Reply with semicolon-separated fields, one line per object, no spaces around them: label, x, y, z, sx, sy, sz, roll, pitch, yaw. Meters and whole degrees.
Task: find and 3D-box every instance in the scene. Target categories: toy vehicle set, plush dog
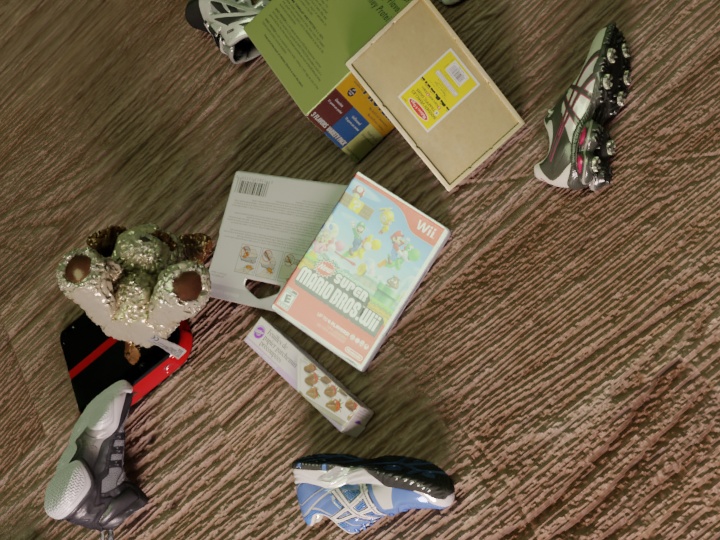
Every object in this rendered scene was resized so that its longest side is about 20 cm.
toy vehicle set;0.089;-0.212;1.221;0.124;0.201;0.027;-39;12;8
plush dog;-0.286;0.011;1.357;0.196;0.162;0.174;7;47;0

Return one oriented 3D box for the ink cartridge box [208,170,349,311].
ink cartridge box;-0.101;-0.032;1.333;0.197;0.043;0.177;11;82;33

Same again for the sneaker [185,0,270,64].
sneaker;-0.192;-0.351;1.499;0.197;0.074;0.090;13;75;34

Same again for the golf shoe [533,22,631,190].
golf shoe;0.254;-0.191;1.172;0.087;0.077;0.204;5;72;39

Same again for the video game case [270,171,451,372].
video game case;0.000;0.000;1.245;0.142;0.017;0.202;32;87;16

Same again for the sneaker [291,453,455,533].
sneaker;0.016;0.250;1.139;0.197;0.075;0.079;-1;91;30

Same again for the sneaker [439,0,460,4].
sneaker;0.085;-0.447;1.374;0.075;0.081;0.201;-40;54;12

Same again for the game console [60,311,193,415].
game console;-0.328;0.100;1.424;0.199;0.031;0.178;-38;51;11

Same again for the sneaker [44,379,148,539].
sneaker;-0.320;0.248;1.316;0.075;0.114;0.202;-20;38;39

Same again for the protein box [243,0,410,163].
protein box;-0.009;-0.295;1.331;0.200;0.135;0.200;-42;54;9

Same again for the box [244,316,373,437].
box;-0.065;0.128;1.246;0.199;0.041;0.039;38;91;35
